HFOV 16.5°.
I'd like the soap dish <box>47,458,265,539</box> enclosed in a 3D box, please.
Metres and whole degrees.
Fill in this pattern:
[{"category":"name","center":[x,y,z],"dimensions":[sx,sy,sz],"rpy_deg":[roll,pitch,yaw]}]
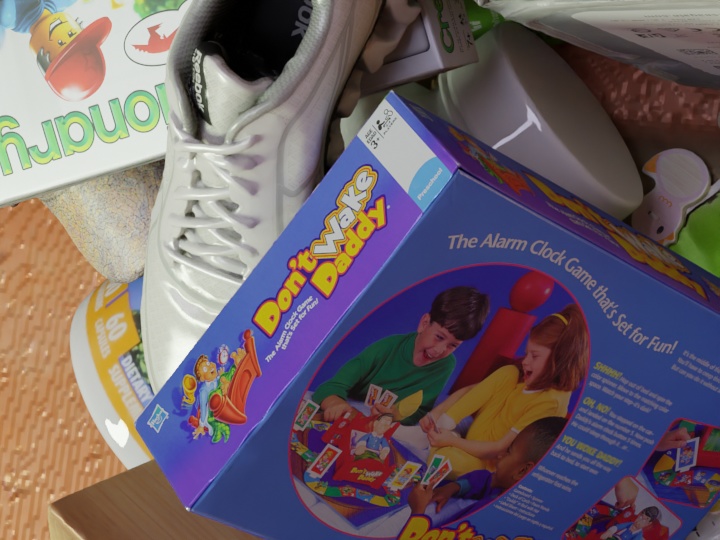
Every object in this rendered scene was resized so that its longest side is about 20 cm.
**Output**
[{"category":"soap dish","center":[-0.036,0.150,0.860],"dimensions":[0.157,0.200,0.081],"rpy_deg":[41,70,12]}]

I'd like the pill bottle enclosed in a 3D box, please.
[{"category":"pill bottle","center":[0.000,0.000,0.908],"dimensions":[0.200,0.112,0.112],"rpy_deg":[-38,68,21]}]

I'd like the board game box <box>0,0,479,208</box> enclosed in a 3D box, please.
[{"category":"board game box","center":[-0.070,-0.103,0.840],"dimensions":[0.200,0.035,0.126],"rpy_deg":[-16,92,26]}]

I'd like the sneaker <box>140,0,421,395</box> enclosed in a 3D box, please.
[{"category":"sneaker","center":[-0.036,-0.037,0.774],"dimensions":[0.075,0.081,0.200],"rpy_deg":[20,109,17]}]

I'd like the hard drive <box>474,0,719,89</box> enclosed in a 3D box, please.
[{"category":"hard drive","center":[0.135,-0.087,0.793],"dimensions":[0.140,0.200,0.038],"rpy_deg":[2,87,28]}]

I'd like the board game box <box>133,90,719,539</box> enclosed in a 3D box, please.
[{"category":"board game box","center":[0.044,0.041,0.808],"dimensions":[0.135,0.200,0.045],"rpy_deg":[-51,44,13]}]

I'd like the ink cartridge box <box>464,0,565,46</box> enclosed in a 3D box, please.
[{"category":"ink cartridge box","center":[0.034,-0.171,0.852],"dimensions":[0.076,0.200,0.148],"rpy_deg":[-14,77,8]}]

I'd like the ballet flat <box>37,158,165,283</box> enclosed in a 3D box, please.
[{"category":"ballet flat","center":[-0.116,-0.077,0.933],"dimensions":[0.068,0.067,0.200],"rpy_deg":[-47,41,29]}]

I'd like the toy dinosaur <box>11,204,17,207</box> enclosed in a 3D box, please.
[{"category":"toy dinosaur","center":[-0.164,-0.092,1.031],"dimensions":[0.102,0.077,0.200],"rpy_deg":[35,106,14]}]

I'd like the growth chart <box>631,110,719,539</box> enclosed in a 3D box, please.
[{"category":"growth chart","center":[0.110,0.050,0.896],"dimensions":[0.200,0.018,0.145],"rpy_deg":[-50,64,14]}]
